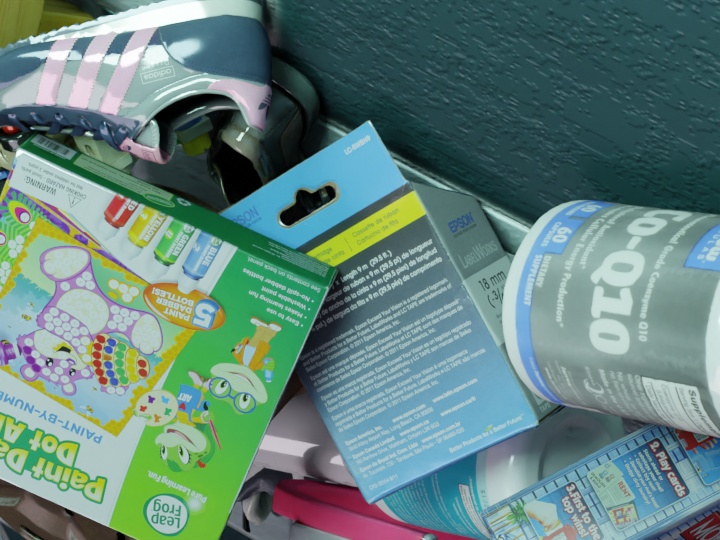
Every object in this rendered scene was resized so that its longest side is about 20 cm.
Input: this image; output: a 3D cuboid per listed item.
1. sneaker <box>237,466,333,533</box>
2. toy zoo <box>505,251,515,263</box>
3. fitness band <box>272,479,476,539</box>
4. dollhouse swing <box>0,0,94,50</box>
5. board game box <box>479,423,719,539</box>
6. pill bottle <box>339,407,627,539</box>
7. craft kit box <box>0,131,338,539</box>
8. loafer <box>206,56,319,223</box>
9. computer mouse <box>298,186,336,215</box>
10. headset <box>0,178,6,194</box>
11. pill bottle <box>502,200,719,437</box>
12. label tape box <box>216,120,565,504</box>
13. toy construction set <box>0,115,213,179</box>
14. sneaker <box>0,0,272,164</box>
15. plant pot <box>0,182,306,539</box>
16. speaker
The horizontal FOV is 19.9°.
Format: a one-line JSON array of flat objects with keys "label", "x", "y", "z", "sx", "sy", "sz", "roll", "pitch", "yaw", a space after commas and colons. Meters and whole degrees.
[{"label": "sneaker", "x": -0.092, "y": 0.135, "z": 1.624, "sx": 0.198, "sy": 0.130, "sz": 0.079, "roll": 18, "pitch": 174, "yaw": 24}, {"label": "toy zoo", "x": 0.065, "y": 0.021, "z": 1.327, "sx": 0.131, "sy": 0.021, "sz": 0.200, "roll": 19, "pitch": 155, "yaw": 31}, {"label": "fitness band", "x": 0.030, "y": 0.185, "z": 1.443, "sx": 0.199, "sy": 0.038, "sz": 0.143, "roll": 14, "pitch": -175, "yaw": 28}, {"label": "dollhouse swing", "x": -0.246, "y": -0.231, "z": 1.203, "sx": 0.199, "sy": 0.176, "sz": 0.183, "roll": 25, "pitch": 116, "yaw": 20}, {"label": "board game box", "x": 0.195, "y": 0.135, "z": 1.201, "sx": 0.062, "sy": 0.199, "sz": 0.200, "roll": 62, "pitch": -168, "yaw": 27}, {"label": "pill bottle", "x": 0.072, "y": 0.119, "z": 1.347, "sx": 0.199, "sy": 0.111, "sz": 0.111, "roll": 3, "pitch": 144, "yaw": 51}, {"label": "craft kit box", "x": -0.142, "y": 0.049, "z": 1.216, "sx": 0.199, "sy": 0.199, "sz": 0.049, "roll": 23, "pitch": -160, "yaw": -1}, {"label": "loafer", "x": -0.070, "y": -0.065, "z": 1.272, "sx": 0.072, "sy": 0.063, "sz": 0.200, "roll": 30, "pitch": 159, "yaw": 6}, {"label": "computer mouse", "x": 0.000, "y": 0.000, "z": 1.298, "sx": 0.058, "sy": 0.034, "sz": 0.200, "roll": 18, "pitch": 153, "yaw": 36}, {"label": "headset", "x": -0.253, "y": -0.023, "z": 1.552, "sx": 0.094, "sy": 0.124, "sz": 0.200, "roll": 34, "pitch": 138, "yaw": -6}, {"label": "pill bottle", "x": 0.180, "y": 0.027, "z": 1.056, "sx": 0.199, "sy": 0.114, "sz": 0.114, "roll": 8, "pitch": 148, "yaw": 46}, {"label": "label tape box", "x": 0.020, "y": 0.020, "z": 1.231, "sx": 0.144, "sy": 0.063, "sz": 0.201, "roll": -28, "pitch": 90, "yaw": 37}, {"label": "toy construction set", "x": -0.174, "y": -0.099, "z": 1.281, "sx": 0.200, "sy": 0.131, "sz": 0.093, "roll": 3, "pitch": 127, "yaw": 60}, {"label": "sneaker", "x": -0.144, "y": -0.095, "z": 1.153, "sx": 0.199, "sy": 0.083, "sz": 0.070, "roll": -14, "pitch": 171, "yaw": 13}, {"label": "plant pot", "x": -0.156, "y": 0.081, "z": 1.374, "sx": 0.199, "sy": 0.199, "sz": 0.201, "roll": 23, "pitch": 143, "yaw": 19}, {"label": "speaker", "x": -0.027, "y": 0.115, "z": 1.519, "sx": 0.199, "sy": 0.082, "sz": 0.081, "roll": 10, "pitch": 152, "yaw": 19}]
